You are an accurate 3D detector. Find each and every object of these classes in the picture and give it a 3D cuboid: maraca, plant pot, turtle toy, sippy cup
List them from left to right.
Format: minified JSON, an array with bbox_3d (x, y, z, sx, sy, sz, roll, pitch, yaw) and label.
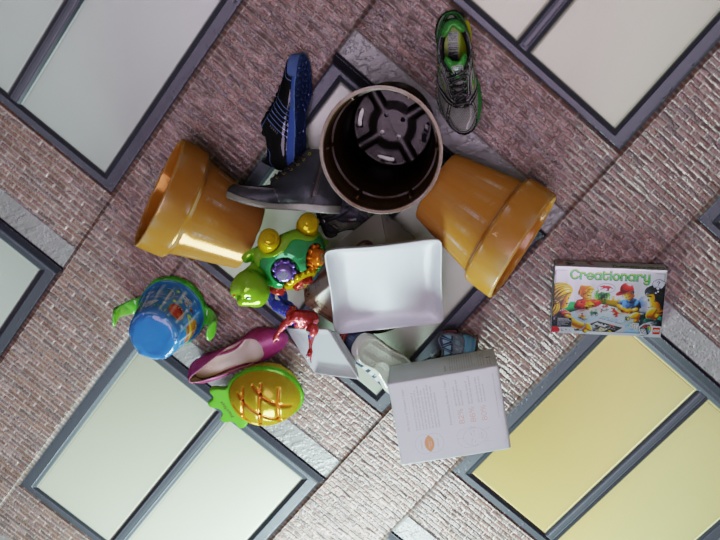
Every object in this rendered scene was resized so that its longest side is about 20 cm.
[{"bbox_3d":[-0.368,0.097,1.815,0.176,0.131,0.141,-27,104,17],"label":"sippy cup"},{"bbox_3d":[-0.274,-0.098,1.711,0.181,0.201,0.202,25,112,-19],"label":"plant pot"},{"bbox_3d":[-0.200,0.243,1.857,0.197,0.108,0.138,-21,118,23],"label":"maraca"},{"bbox_3d":[-0.138,-0.008,1.669,0.197,0.146,0.102,-24,76,-20],"label":"turtle toy"},{"bbox_3d":[0.044,-0.222,1.604,0.196,0.199,0.205,3,111,7],"label":"plant pot"},{"bbox_3d":[0.200,-0.091,1.636,0.182,0.200,0.202,34,112,11],"label":"plant pot"}]

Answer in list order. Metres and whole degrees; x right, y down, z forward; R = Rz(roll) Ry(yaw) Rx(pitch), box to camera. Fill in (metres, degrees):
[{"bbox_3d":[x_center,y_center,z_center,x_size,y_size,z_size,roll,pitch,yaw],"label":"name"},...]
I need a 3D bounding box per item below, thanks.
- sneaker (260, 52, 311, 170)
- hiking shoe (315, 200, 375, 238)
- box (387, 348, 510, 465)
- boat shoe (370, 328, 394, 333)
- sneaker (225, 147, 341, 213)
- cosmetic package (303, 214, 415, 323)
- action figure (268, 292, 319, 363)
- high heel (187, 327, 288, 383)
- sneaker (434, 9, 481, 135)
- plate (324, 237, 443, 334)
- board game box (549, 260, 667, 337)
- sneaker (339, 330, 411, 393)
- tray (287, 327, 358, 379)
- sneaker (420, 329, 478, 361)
[{"bbox_3d":[-0.133,-0.274,1.679,0.076,0.070,0.205,10,101,22],"label":"sneaker"},{"bbox_3d":[-0.059,-0.110,1.724,0.197,0.076,0.102,23,108,-2],"label":"hiking shoe"},{"bbox_3d":[0.156,0.240,1.722,0.195,0.106,0.156,-9,101,6],"label":"box"},{"bbox_3d":[0.074,0.045,1.766,0.199,0.067,0.074,-36,103,31],"label":"boat shoe"},{"bbox_3d":[-0.127,-0.157,1.644,0.195,0.075,0.109,4,94,-9],"label":"sneaker"},{"bbox_3d":[0.000,0.000,1.722,0.199,0.088,0.103,-39,127,25],"label":"cosmetic package"},{"bbox_3d":[-0.135,0.096,1.745,0.064,0.199,0.101,5,104,-36],"label":"action figure"},{"bbox_3d":[-0.233,0.165,1.837,0.196,0.096,0.069,-12,108,13],"label":"high heel"},{"bbox_3d":[0.156,-0.323,1.612,0.076,0.085,0.204,-8,109,11],"label":"sneaker"},{"bbox_3d":[0.043,0.022,1.663,0.195,0.033,0.202,-6,134,1],"label":"plate"},{"bbox_3d":[0.440,0.050,1.731,0.195,0.035,0.129,2,110,8],"label":"board game box"},{"bbox_3d":[0.028,0.161,1.801,0.075,0.084,0.200,-51,135,-10],"label":"sneaker"},{"bbox_3d":[-0.066,0.145,1.781,0.022,0.199,0.108,-38,104,-22],"label":"tray"},{"bbox_3d":[0.148,0.202,1.815,0.094,0.079,0.203,22,102,5],"label":"sneaker"}]
